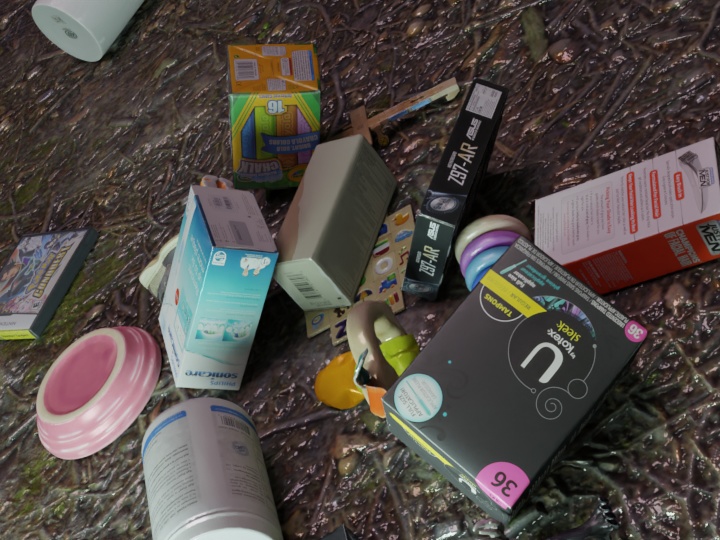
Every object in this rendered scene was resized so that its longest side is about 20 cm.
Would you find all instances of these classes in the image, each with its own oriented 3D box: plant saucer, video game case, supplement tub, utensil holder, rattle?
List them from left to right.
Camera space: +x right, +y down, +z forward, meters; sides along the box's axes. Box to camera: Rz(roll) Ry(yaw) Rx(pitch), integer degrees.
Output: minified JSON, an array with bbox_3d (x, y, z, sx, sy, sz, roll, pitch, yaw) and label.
[{"bbox_3d":[-0.515,0.021,1.914,0.180,0.026,0.201,-4,50,39],"label":"video game case"},{"bbox_3d":[-0.355,0.151,1.620,0.199,0.051,0.202,-25,39,22],"label":"plant saucer"},{"bbox_3d":[-0.509,-0.527,2.353,0.169,0.170,0.201,6,60,45],"label":"utensil holder"},{"bbox_3d":[-0.157,0.242,1.285,0.131,0.132,0.201,-33,37,10],"label":"supplement tub"},{"bbox_3d":[-0.014,0.116,1.258,0.142,0.131,0.200,-12,20,16],"label":"rattle"}]

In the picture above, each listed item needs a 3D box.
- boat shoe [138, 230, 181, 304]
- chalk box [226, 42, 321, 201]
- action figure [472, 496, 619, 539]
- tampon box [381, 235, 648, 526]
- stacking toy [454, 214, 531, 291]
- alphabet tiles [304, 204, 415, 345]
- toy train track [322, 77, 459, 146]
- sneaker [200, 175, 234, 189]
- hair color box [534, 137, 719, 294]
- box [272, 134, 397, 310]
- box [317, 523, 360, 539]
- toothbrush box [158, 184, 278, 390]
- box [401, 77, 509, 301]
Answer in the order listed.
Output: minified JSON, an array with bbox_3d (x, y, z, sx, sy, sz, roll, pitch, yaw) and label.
[{"bbox_3d":[-0.230,-0.009,1.607,0.072,0.065,0.200,-37,-2,-38],"label":"boat shoe"},{"bbox_3d":[-0.117,-0.191,1.668,0.123,0.201,0.125,-3,43,-5],"label":"chalk box"},{"bbox_3d":[0.133,0.265,1.031,0.199,0.102,0.119,-32,49,10],"label":"action figure"},{"bbox_3d":[0.138,0.103,1.121,0.150,0.126,0.200,37,78,15],"label":"tampon box"},{"bbox_3d":[0.155,0.039,1.268,0.085,0.085,0.201,-27,45,18],"label":"stacking toy"},{"bbox_3d":[0.000,0.000,1.496,0.166,0.006,0.201,-29,38,17],"label":"alphabet tiles"},{"bbox_3d":[0.044,-0.198,1.642,0.199,0.033,0.115,-25,32,11],"label":"toy train track"},{"bbox_3d":[-0.184,-0.040,1.656,0.077,0.078,0.201,-56,34,30],"label":"sneaker"},{"bbox_3d":[0.279,-0.047,1.250,0.199,0.064,0.112,-20,40,28],"label":"hair color box"},{"bbox_3d":[-0.033,-0.060,1.503,0.077,0.095,0.201,-8,46,37],"label":"box"},{"bbox_3d":[-0.066,0.367,1.145,0.198,0.050,0.201,-33,37,9],"label":"box"},{"bbox_3d":[-0.175,0.021,1.479,0.147,0.085,0.201,-117,38,-52],"label":"toothbrush box"},{"bbox_3d":[0.106,-0.090,1.373,0.043,0.161,0.201,20,60,7],"label":"box"}]
